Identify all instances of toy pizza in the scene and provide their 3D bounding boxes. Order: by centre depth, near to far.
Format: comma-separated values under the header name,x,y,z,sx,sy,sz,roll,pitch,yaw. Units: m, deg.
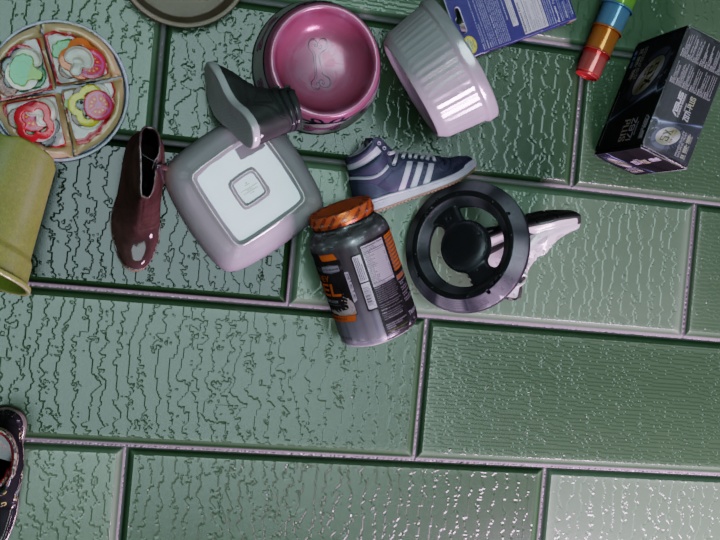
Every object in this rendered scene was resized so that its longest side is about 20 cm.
name,x,y,z,sx,sy,sz,roll,pitch,yaw
toy pizza,-0.430,-0.256,1.542,0.199,0.032,0.202,0,92,-13

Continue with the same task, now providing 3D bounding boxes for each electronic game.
name,x,y,z,sx,sy,sz,roll,pitch,yaw
electronic game,0.159,-0.036,1.629,0.199,0.042,0.202,-5,79,27

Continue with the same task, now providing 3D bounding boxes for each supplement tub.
name,x,y,z,sx,sy,sz,roll,pitch,yaw
supplement tub,0.000,0.000,1.593,0.122,0.122,0.201,-22,104,-11

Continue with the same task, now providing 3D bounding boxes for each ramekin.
name,x,y,z,sx,sy,sz,roll,pitch,yaw
ramekin,0.112,-0.288,1.589,0.094,0.202,0.203,-32,99,3

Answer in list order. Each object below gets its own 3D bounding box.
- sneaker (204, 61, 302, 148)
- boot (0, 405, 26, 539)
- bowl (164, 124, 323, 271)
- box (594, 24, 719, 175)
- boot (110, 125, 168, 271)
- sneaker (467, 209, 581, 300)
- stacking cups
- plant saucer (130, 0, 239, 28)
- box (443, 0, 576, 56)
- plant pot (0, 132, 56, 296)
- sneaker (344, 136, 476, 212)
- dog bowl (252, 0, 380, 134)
name,x,y,z,sx,sy,sz,roll,pitch,yaw
sneaker,-0.151,-0.243,1.550,0.099,0.200,0.071,-16,133,-25
boot,-0.503,0.296,1.480,0.073,0.154,0.205,9,89,-13
bowl,-0.168,-0.118,1.587,0.199,0.075,0.200,-34,98,-8
box,0.465,-0.258,1.682,0.086,0.164,0.201,23,87,-13
boot,-0.308,-0.097,1.506,0.072,0.166,0.202,5,91,-13
sneaker,0.256,-0.021,1.697,0.199,0.076,0.116,-17,103,-4
stacking cups,0.394,-0.400,1.716,0.060,0.060,0.201,27,87,-12
plant saucer,-0.258,-0.452,1.578,0.198,0.029,0.202,0,91,-13
box,0.226,-0.414,1.688,0.199,0.032,0.122,-22,96,-13
plant pot,-0.506,-0.089,1.463,0.199,0.200,0.185,22,76,-13
sneaker,0.072,-0.165,1.642,0.199,0.070,0.109,-21,98,-9
dog bowl,-0.058,-0.305,1.606,0.199,0.074,0.202,0,92,-12
